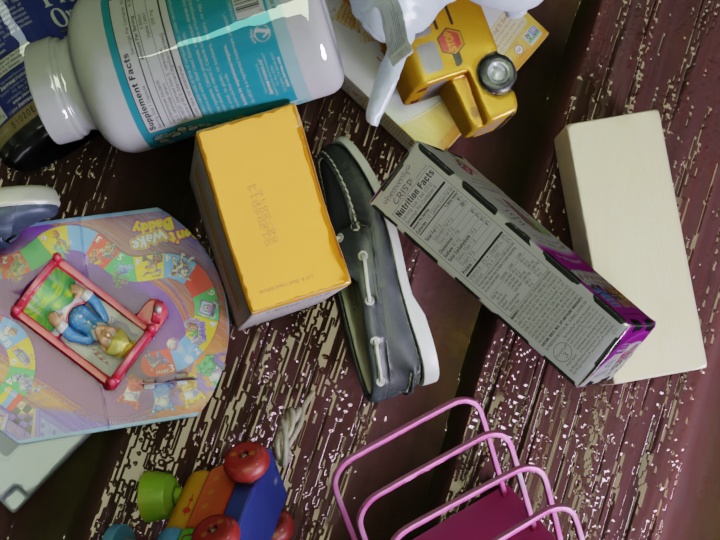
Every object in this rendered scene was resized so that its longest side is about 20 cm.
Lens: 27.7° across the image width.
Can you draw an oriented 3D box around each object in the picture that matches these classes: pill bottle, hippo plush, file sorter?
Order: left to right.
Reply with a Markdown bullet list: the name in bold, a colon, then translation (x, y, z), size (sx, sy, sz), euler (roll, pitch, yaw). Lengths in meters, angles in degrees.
- **pill bottle**: translation (-0.260, -0.183, 1.064), size (0.111, 0.112, 0.201), euler (-32, 90, -11)
- **pill bottle**: translation (-0.117, -0.145, 0.966), size (0.198, 0.111, 0.112), euler (-16, 86, 4)
- **hippo plush**: translation (0.068, -0.233, 0.991), size (0.159, 0.160, 0.202), euler (-9, 65, -19)
- **file sorter**: translation (0.081, 0.203, 1.013), size (0.138, 0.200, 0.126), euler (-28, 125, -11)

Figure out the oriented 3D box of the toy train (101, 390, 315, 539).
- **toy train**: translation (-0.110, 0.162, 1.069), size (0.114, 0.201, 0.085), euler (-2, 128, 19)

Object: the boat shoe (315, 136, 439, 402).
- **boat shoe**: translation (0.000, 0.000, 1.104), size (0.060, 0.076, 0.202), euler (-20, 86, -16)

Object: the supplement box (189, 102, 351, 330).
- **supplement box**: translation (-0.068, -0.032, 1.032), size (0.073, 0.200, 0.127), euler (-17, 88, -9)

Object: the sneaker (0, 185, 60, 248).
- **sneaker**: translation (-0.297, 0.005, 1.024), size (0.198, 0.075, 0.085), euler (-22, 85, -1)

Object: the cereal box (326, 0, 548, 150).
- **cereal box**: translation (0.029, -0.201, 1.149), size (0.200, 0.040, 0.144), euler (42, 79, -2)

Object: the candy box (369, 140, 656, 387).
- **candy box**: translation (0.113, -0.004, 1.057), size (0.200, 0.136, 0.061), euler (43, 102, 16)

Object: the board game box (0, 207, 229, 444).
- **board game box**: translation (-0.191, 0.035, 1.053), size (0.198, 0.039, 0.160), euler (-7, 83, -14)

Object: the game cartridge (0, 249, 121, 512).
- **game cartridge**: translation (-0.278, 0.060, 1.073), size (0.200, 0.041, 0.133), euler (45, 83, -2)

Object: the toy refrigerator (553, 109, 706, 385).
- **toy refrigerator**: translation (0.209, -0.016, 1.144), size (0.075, 0.070, 0.202), euler (-10, 85, -3)

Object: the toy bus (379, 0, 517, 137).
- **toy bus**: translation (0.050, -0.196, 1.097), size (0.078, 0.065, 0.202), euler (-20, 87, -10)
